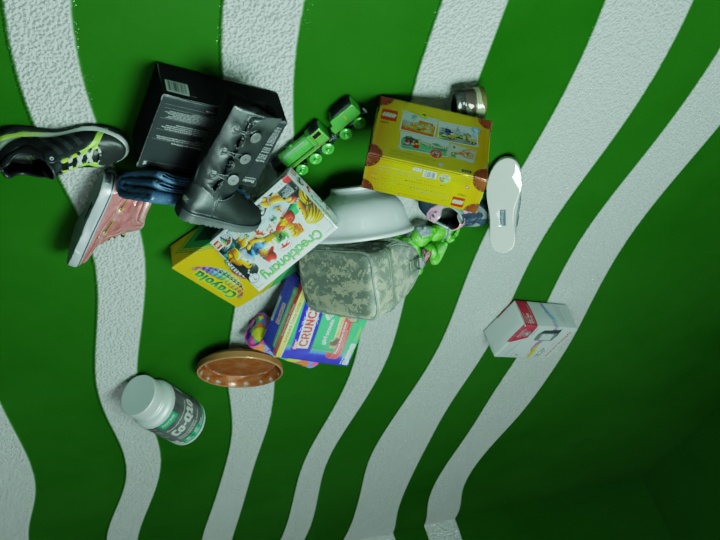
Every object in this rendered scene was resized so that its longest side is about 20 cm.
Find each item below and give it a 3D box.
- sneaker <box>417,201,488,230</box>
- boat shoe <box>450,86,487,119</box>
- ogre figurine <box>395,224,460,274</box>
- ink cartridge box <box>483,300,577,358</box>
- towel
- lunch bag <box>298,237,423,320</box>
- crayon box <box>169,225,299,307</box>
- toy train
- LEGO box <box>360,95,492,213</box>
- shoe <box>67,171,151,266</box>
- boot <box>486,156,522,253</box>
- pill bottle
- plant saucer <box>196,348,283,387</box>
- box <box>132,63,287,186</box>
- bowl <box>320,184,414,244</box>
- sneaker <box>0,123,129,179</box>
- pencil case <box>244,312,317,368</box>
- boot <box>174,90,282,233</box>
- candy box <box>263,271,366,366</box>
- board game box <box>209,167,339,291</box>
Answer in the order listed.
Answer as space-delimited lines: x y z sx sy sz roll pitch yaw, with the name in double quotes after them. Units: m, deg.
0.196 -0.106 1.485 0.197 0.083 0.070 10 134 -36 "sneaker"
0.170 -0.240 1.315 0.065 0.073 0.203 1 140 -10 "boat shoe"
0.109 -0.033 1.531 0.197 0.100 0.119 -23 158 25 "ogre figurine"
0.450 0.158 1.954 0.197 0.087 0.148 7 137 -30 "ink cartridge box"
-0.284 -0.128 1.192 0.110 0.050 0.198 9 -175 36 "towel"
0.000 0.000 1.413 0.197 0.142 0.167 4 -163 39 "lunch bag"
-0.232 -0.026 1.406 0.171 0.059 0.200 -31 143 16 "crayon box"
-0.074 -0.218 1.248 0.199 0.042 0.056 -35 132 20 "toy train"
0.110 -0.192 1.214 0.196 0.151 0.078 13 141 0 "LEGO box"
-0.421 -0.073 1.241 0.090 0.072 0.201 16 127 -32 "shoe"
0.291 -0.144 1.503 0.071 0.091 0.204 6 118 11 "boot"
-0.455 0.322 1.709 0.112 0.114 0.200 -26 145 9 "pill bottle"
-0.277 0.223 1.702 0.196 0.033 0.201 -3 153 -1 "plant saucer"
-0.233 -0.218 1.137 0.197 0.080 0.142 7 135 -33 "box"
-0.005 -0.108 1.346 0.197 0.092 0.201 -7 -172 1 "bowl"
-0.444 -0.163 1.102 0.196 0.084 0.072 -6 143 -19 "sneaker"
-0.166 0.159 1.662 0.088 0.089 0.199 -36 140 23 "pencil case"
-0.175 -0.159 1.120 0.164 0.066 0.202 0 125 -53 "boot"
-0.087 0.104 1.580 0.197 0.077 0.172 13 106 -37 "candy box"
-0.148 -0.067 1.272 0.199 0.035 0.126 -37 110 24 "board game box"
